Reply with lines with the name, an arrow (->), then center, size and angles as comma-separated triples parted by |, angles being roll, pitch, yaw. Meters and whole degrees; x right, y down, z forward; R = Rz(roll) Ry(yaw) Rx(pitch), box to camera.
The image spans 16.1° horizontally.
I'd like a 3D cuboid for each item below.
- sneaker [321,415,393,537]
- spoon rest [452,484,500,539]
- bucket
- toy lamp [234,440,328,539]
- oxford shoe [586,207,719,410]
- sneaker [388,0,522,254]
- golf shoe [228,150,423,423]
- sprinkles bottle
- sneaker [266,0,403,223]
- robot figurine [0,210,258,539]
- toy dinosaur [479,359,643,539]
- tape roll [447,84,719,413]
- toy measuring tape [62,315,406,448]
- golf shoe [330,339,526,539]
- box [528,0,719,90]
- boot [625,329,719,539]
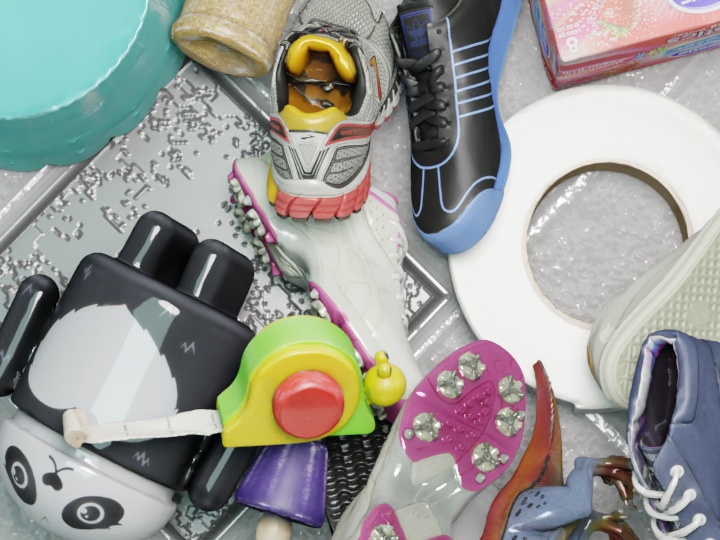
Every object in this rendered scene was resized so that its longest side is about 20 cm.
sneaker -> 0.016, 0.176, 1.550 | 0.069, 0.090, 0.201 | -10, 57, -7
spoon rest -> 0.087, 0.154, 1.551 | 0.099, 0.060, 0.202 | -12, 83, -36
bucket -> -0.207, -0.169, 1.559 | 0.205, 0.135, 0.209 | 0, 83, 0
toy lamp -> -0.064, 0.194, 1.502 | 0.058, 0.058, 0.201 | 16, 80, 3
oxford shoe -> 0.207, 0.007, 1.528 | 0.200, 0.058, 0.075 | -41, 111, -17
sneaker -> 0.049, -0.113, 1.555 | 0.070, 0.078, 0.202 | -11, 64, 40
golf shoe -> 0.000, 0.000, 1.550 | 0.091, 0.075, 0.201 | -28, 74, -15
sprinkles bottle -> -0.053, -0.221, 1.577 | 0.068, 0.068, 0.201 | 18, 74, 4
sneaker -> -0.014, -0.118, 1.538 | 0.077, 0.083, 0.201 | 1, 39, 3
robot figurine -> -0.139, 0.068, 1.534 | 0.124, 0.150, 0.201 | 28, 87, -34
toy dinosaur -> 0.085, 0.177, 1.481 | 0.180, 0.105, 0.200 | -21, 51, -26
tape roll -> 0.152, -0.013, 1.581 | 0.201, 0.037, 0.205 | 0, 83, 1
toy measuring tape -> -0.071, 0.063, 1.456 | 0.198, 0.074, 0.074 | -3, 84, -9
golf shoe -> 0.028, 0.126, 1.472 | 0.075, 0.091, 0.201 | 39, 60, -12
box -> 0.202, -0.187, 1.566 | 0.198, 0.103, 0.095 | -15, 84, -1
boot -> 0.184, 0.136, 1.452 | 0.072, 0.090, 0.202 | -7, 73, 46
